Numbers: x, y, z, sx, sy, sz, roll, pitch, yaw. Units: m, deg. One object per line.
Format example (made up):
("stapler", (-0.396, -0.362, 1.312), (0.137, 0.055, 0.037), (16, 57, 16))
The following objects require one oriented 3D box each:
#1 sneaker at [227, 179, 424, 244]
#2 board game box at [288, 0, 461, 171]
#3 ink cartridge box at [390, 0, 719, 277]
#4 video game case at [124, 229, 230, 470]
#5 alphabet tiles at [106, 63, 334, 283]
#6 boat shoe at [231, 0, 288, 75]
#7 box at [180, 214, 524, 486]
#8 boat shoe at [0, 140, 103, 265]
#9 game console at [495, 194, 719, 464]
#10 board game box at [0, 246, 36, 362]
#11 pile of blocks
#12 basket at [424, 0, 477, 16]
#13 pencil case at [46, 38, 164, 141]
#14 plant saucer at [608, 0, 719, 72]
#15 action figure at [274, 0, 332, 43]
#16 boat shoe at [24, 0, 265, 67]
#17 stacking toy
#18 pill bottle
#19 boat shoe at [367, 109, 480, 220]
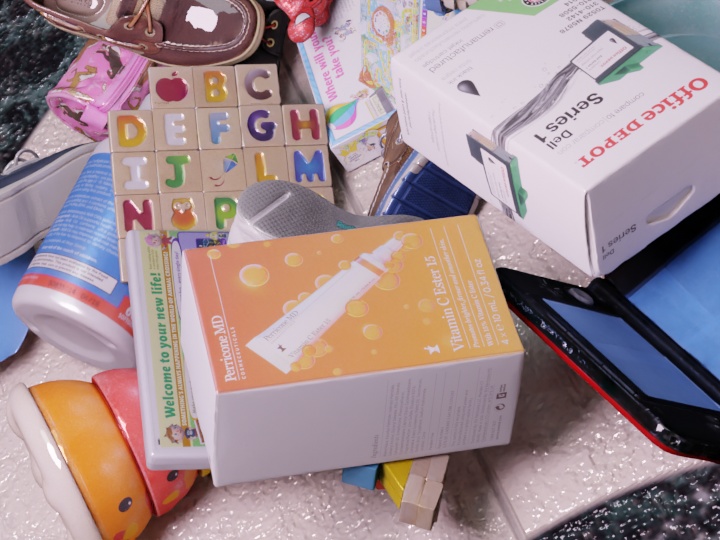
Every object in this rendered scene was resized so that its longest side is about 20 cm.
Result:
("sneaker", (0.000, 0.000, 1.567), (0.200, 0.080, 0.071), (19, 46, -7))
("board game box", (0.019, -0.186, 1.740), (0.134, 0.034, 0.200), (-26, 50, 10))
("ink cartridge box", (0.141, -0.106, 1.502), (0.146, 0.085, 0.200), (-35, 49, -22))
("video game case", (-0.069, 0.053, 1.570), (0.181, 0.022, 0.201), (0, 51, -13))
("alphabet tiles", (-0.101, -0.059, 1.649), (0.166, 0.006, 0.201), (-3, 74, -13))
("boat shoe", (-0.094, -0.198, 1.760), (0.073, 0.063, 0.202), (8, 72, -17))
("box", (-0.008, 0.050, 1.433), (0.199, 0.098, 0.125), (-8, 49, -11))
("boat shoe", (-0.250, -0.054, 1.730), (0.062, 0.075, 0.200), (12, 34, 42))
("game console", (0.214, 0.026, 1.438), (0.200, 0.172, 0.119), (44, 111, 41))
("board game box", (-0.334, 0.041, 1.776), (0.200, 0.039, 0.158), (-31, 56, 9))
("pile of blocks", (-0.006, 0.106, 1.490), (0.082, 0.062, 0.200), (-15, 50, -18))
("basket", (0.080, -0.276, 1.680), (0.199, 0.140, 0.176), (9, 33, 22))
("pencil case", (-0.179, -0.195, 1.822), (0.083, 0.087, 0.200), (24, 72, 20))
("plant saucer", (0.212, -0.117, 1.583), (0.199, 0.036, 0.201), (-15, 51, 19))
("action figure", (-0.034, -0.261, 1.755), (0.052, 0.065, 0.201), (-18, 49, 39))
("boat shoe", (-0.173, -0.203, 1.724), (0.199, 0.072, 0.072), (16, 92, 21))
("stacking toy", (-0.139, 0.110, 1.579), (0.199, 0.146, 0.146), (-27, 48, -10))
("pill bottle", (-0.172, -0.033, 1.687), (0.112, 0.112, 0.201), (12, 66, 34))
("boat shoe", (0.054, -0.088, 1.628), (0.072, 0.072, 0.200), (27, 85, 52))
